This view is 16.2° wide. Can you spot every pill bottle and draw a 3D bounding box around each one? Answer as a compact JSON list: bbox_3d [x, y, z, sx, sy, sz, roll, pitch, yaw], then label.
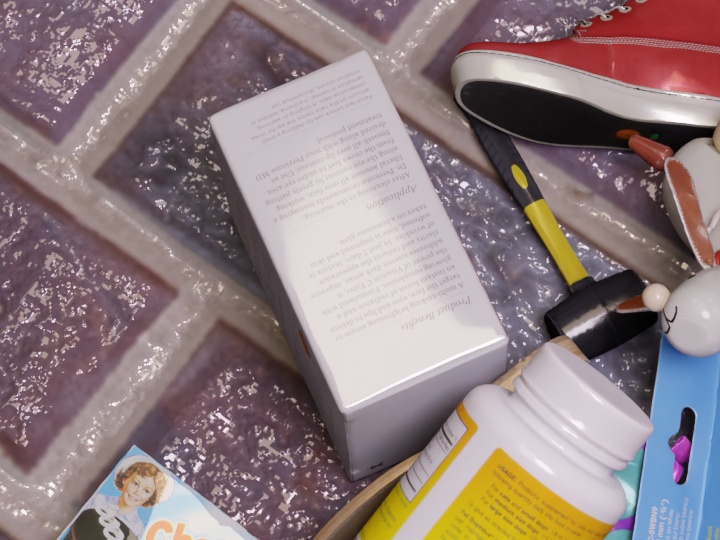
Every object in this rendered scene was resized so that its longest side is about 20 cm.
[{"bbox_3d":[0.072,0.141,1.405,0.109,0.109,0.200,40,99,15],"label":"pill bottle"}]

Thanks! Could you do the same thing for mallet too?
[{"bbox_3d":[0.121,-0.038,1.583,0.066,0.041,0.201,-19,66,-4],"label":"mallet"}]

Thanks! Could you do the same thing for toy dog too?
[{"bbox_3d":[0.192,-0.032,1.493,0.096,0.200,0.132,20,105,6],"label":"toy dog"}]

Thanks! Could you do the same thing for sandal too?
[{"bbox_3d":[0.062,0.132,1.482,0.212,0.078,0.070,-41,72,5],"label":"sandal"}]

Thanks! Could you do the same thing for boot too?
[{"bbox_3d":[0.155,-0.154,1.595,0.199,0.072,0.145,7,69,-11],"label":"boot"}]

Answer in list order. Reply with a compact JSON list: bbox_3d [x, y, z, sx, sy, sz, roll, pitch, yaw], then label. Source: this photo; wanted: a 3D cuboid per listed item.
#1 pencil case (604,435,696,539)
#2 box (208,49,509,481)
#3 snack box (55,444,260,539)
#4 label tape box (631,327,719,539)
[{"bbox_3d":[0.128,0.187,1.470,0.092,0.085,0.201,1,65,38],"label":"pencil case"},{"bbox_3d":[0.000,0.000,1.511,0.106,0.152,0.201,-23,71,-7],"label":"box"},{"bbox_3d":[-0.093,0.209,1.502,0.200,0.037,0.116,35,75,14],"label":"snack box"},{"bbox_3d":[0.266,0.117,1.463,0.199,0.063,0.145,17,70,-18],"label":"label tape box"}]
